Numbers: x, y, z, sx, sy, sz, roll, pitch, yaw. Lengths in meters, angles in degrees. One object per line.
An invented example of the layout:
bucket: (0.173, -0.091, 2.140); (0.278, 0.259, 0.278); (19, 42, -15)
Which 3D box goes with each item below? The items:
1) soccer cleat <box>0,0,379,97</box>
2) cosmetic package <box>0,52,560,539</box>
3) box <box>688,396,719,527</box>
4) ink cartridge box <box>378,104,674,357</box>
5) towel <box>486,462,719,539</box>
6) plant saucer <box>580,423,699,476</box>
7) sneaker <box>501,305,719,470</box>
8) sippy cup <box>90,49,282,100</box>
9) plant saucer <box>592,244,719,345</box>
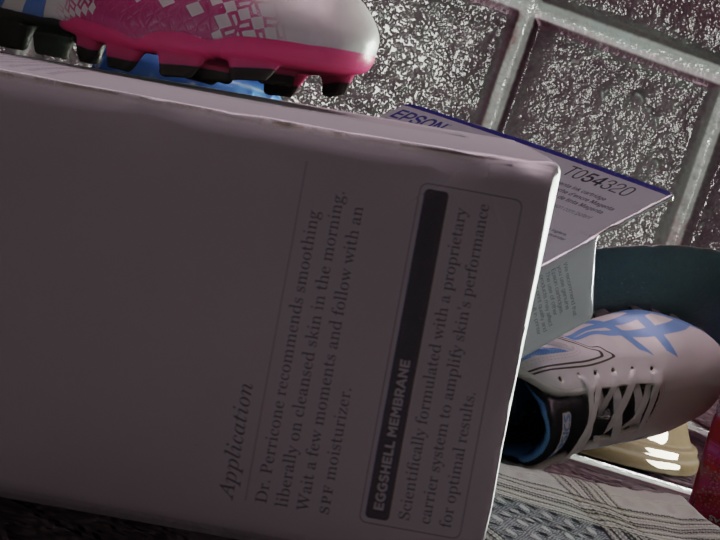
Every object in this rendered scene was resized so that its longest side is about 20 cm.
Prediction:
soccer cleat: (-0.069, -0.108, 0.771); (0.070, 0.087, 0.200); (5, 6, -44)
cosmetic package: (-0.053, 0.004, 0.727); (0.199, 0.124, 0.199); (11, 5, 0)
box: (0.225, 0.038, 1.077); (0.095, 0.100, 0.200); (19, 49, 12)
ink cartridge box: (0.000, 0.000, 0.995); (0.199, 0.043, 0.196); (-25, 27, -26)
towel: (0.104, 0.108, 0.821); (0.199, 0.035, 0.192); (17, 5, -27)
plant saucer: (0.099, 0.068, 1.322); (0.199, 0.030, 0.200); (18, 5, -2)
sneaker: (0.086, 0.059, 1.021); (0.199, 0.072, 0.072); (-2, 32, -35)
sippy cup: (-0.101, -0.043, 1.174); (0.139, 0.131, 0.178); (21, 4, 16)
plant saucer: (0.101, 0.039, 1.138); (0.199, 0.036, 0.200); (-7, -19, -2)
